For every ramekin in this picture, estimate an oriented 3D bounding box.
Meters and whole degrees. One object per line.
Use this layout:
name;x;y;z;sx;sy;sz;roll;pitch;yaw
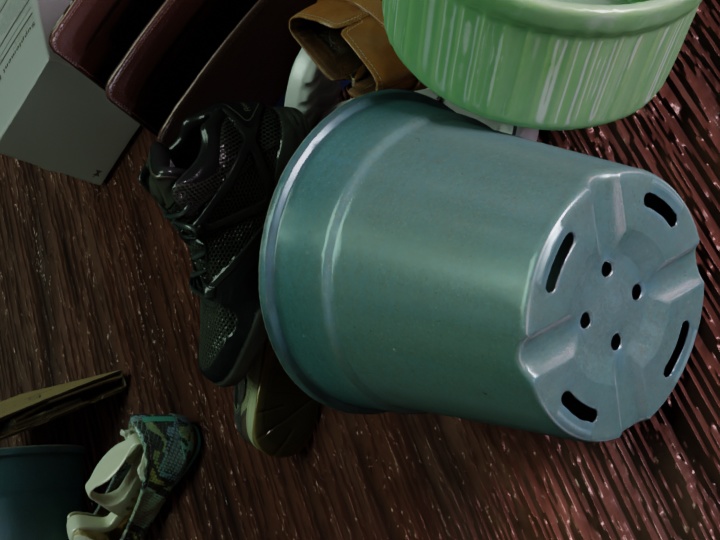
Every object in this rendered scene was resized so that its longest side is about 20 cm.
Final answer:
ramekin;0.105;-0.173;1.005;0.098;0.198;0.201;101;158;-44

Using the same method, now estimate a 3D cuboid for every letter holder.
letter holder;-0.106;-0.190;1.238;0.200;0.142;0.100;-49;59;2

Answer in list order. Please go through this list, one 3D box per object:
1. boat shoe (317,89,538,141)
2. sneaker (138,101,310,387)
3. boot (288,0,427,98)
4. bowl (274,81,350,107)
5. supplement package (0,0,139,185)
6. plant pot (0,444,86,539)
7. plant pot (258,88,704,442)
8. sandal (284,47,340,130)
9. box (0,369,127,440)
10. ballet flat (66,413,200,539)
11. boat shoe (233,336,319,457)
boat shoe;0.041;-0.095;1.183;0.199;0.065;0.073;14;87;57
sneaker;-0.108;-0.021;1.198;0.076;0.113;0.202;30;111;58
boot;0.016;-0.182;1.131;0.200;0.154;0.077;44;151;34
bowl;-0.065;-0.218;1.334;0.199;0.039;0.203;-9;68;23
supplement package;-0.287;-0.203;1.657;0.120;0.120;0.201;-51;40;29
plant pot;-0.322;0.256;1.462;0.199;0.198;0.190;-20;74;50
plant pot;0.076;0.005;0.989;0.195;0.199;0.202;14;87;49
sandal;-0.056;-0.088;1.285;0.049;0.082;0.204;25;119;15
box;-0.323;0.135;1.539;0.199;0.163;0.021;-15;95;52
ballet flat;-0.203;0.196;1.409;0.201;0.074;0.074;-62;35;17
boat shoe;-0.058;0.033;1.267;0.066;0.071;0.203;8;87;51
